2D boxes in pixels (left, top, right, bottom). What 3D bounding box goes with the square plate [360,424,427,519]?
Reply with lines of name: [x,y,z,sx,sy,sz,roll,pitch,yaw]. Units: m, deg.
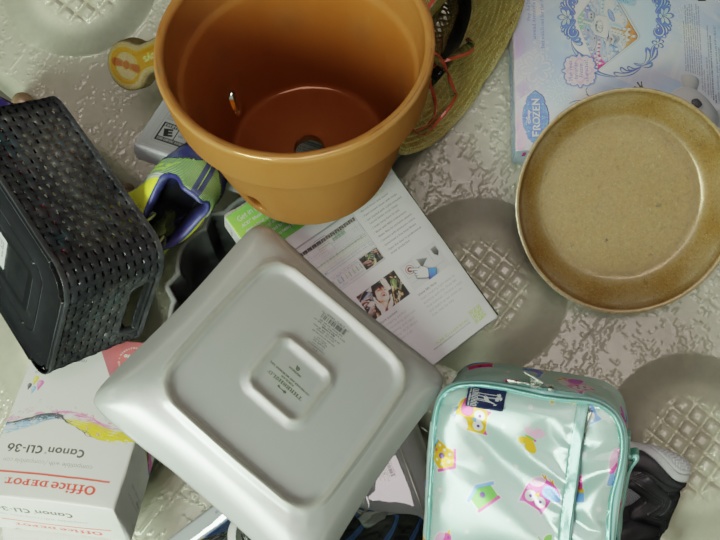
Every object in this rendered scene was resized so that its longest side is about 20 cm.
square plate: [-0.028,0.200,0.816,0.196,0.028,0.202,-21,79,0]

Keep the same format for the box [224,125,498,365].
box: [0.000,0.000,0.754,0.144,0.036,0.201,-34,86,-15]

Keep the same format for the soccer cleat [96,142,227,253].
soccer cleat: [-0.187,-0.036,0.789,0.065,0.084,0.200,37,127,-20]

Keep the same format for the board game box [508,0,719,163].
board game box: [0.242,-0.205,0.869,0.197,0.043,0.202,1,80,3]

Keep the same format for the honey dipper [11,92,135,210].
honey dipper: [-0.272,-0.107,0.882,0.200,0.038,0.038,43,84,11]

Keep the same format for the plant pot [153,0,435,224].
plant pot: [-0.044,-0.129,0.692,0.198,0.140,0.202,-1,63,2]

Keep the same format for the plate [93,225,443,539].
plate: [-0.055,0.083,0.665,0.199,0.032,0.200,40,58,1]

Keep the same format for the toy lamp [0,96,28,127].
toy lamp: [-0.366,-0.064,0.860,0.058,0.058,0.201,28,91,8]

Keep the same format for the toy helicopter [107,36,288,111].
toy helicopter: [-0.140,-0.194,0.799,0.198,0.079,0.133,-11,109,30]

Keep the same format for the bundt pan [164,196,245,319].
bundt pan: [-0.069,0.033,0.812,0.199,0.076,0.204,1,67,-2]

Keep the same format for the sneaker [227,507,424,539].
sneaker: [-0.031,0.217,0.707,0.077,0.199,0.077,-7,67,41]

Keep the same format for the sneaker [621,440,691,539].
sneaker: [0.178,0.194,0.782,0.198,0.076,0.115,10,82,6]

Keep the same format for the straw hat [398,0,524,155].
straw hat: [0.055,-0.211,0.808,0.085,0.201,0.201,39,83,22]

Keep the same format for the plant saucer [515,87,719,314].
plant saucer: [0.238,-0.063,0.823,0.198,0.035,0.203,1,100,4]

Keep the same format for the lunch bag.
lunch bag: [0.134,0.175,0.720,0.159,0.077,0.202,7,100,21]

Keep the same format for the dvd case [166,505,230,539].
dvd case: [-0.135,0.226,0.737,0.199,0.143,0.018,-38,74,10]

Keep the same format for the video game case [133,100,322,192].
video game case: [-0.081,-0.142,0.849,0.198,0.023,0.183,19,55,7]

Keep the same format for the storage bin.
storage bin: [-0.266,-0.033,0.770,0.093,0.136,0.200,-23,65,-40]

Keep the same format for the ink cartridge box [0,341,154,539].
ink cartridge box: [-0.240,0.157,0.772,0.115,0.068,0.201,4,51,3]
